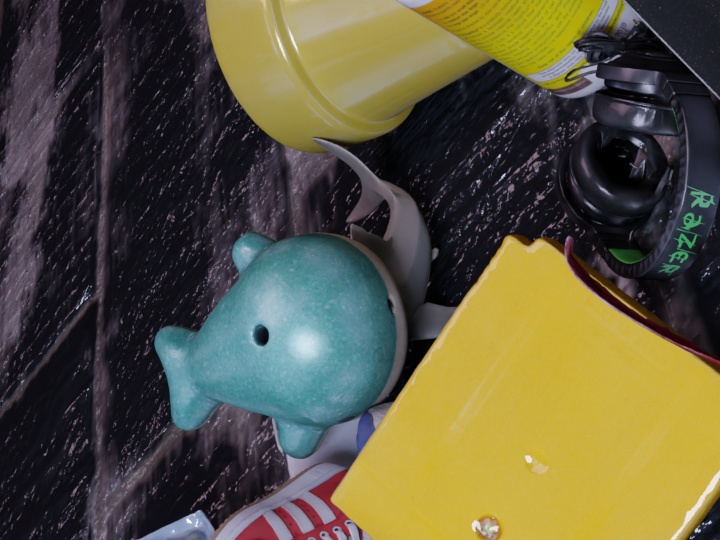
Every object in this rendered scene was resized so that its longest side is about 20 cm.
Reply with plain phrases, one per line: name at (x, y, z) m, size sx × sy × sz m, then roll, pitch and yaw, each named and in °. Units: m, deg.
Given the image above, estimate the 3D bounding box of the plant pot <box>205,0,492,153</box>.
plant pot at (0.016, -0.204, 1.269) m, size 0.188 × 0.201 × 0.202 m, roll -11°, pitch 57°, yaw 38°

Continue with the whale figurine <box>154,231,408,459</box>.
whale figurine at (-0.067, 0.051, 1.127) m, size 0.199 × 0.104 × 0.160 m, roll -18°, pitch 82°, yaw 30°

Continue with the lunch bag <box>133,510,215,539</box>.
lunch bag at (-0.114, 0.287, 1.071) m, size 0.127 × 0.170 × 0.200 m, roll -19°, pitch 35°, yaw -6°

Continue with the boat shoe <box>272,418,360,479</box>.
boat shoe at (-0.031, 0.115, 1.209) m, size 0.068 × 0.071 × 0.201 m, roll 98°, pitch 157°, yaw -48°

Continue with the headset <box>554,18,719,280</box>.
headset at (0.175, -0.081, 1.005) m, size 0.201 × 0.093 × 0.124 m, roll -108°, pitch 28°, yaw -46°

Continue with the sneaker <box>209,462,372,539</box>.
sneaker at (-0.016, 0.178, 1.018) m, size 0.112 × 0.200 × 0.072 m, roll 9°, pitch 112°, yaw 26°

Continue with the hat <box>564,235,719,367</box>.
hat at (0.181, 0.078, 0.716) m, size 0.200 × 0.176 × 0.166 m, roll -22°, pitch 33°, yaw 55°

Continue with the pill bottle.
pill bottle at (0.091, -0.202, 1.109) m, size 0.109 × 0.199 × 0.110 m, roll -39°, pitch 37°, yaw 38°

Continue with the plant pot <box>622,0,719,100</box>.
plant pot at (0.217, -0.239, 0.953) m, size 0.177 × 0.199 × 0.201 m, roll -38°, pitch 36°, yaw 21°

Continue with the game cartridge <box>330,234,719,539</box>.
game cartridge at (0.102, 0.103, 0.920) m, size 0.176 × 0.032 × 0.200 m, roll 39°, pitch 104°, yaw 21°

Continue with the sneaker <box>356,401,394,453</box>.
sneaker at (0.063, 0.080, 1.029) m, size 0.075 × 0.089 × 0.199 m, roll -31°, pitch 15°, yaw -37°

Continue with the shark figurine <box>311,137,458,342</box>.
shark figurine at (0.012, -0.019, 1.196) m, size 0.128 × 0.089 × 0.215 m, roll -21°, pitch 46°, yaw 30°
